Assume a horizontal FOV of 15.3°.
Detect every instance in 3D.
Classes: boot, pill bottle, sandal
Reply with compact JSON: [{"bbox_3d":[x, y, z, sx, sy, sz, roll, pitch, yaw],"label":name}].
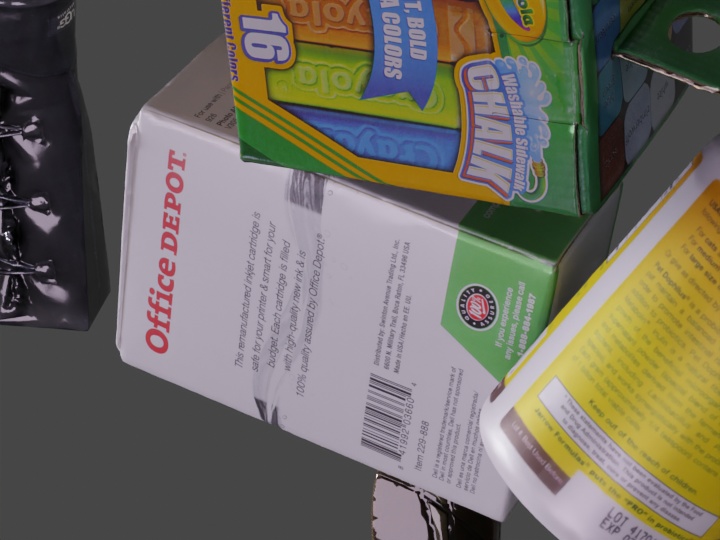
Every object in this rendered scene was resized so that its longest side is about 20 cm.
[{"bbox_3d":[-0.200,-0.073,1.271,0.164,0.066,0.201,16,132,23],"label":"boot"},{"bbox_3d":[0.146,0.022,1.060,0.109,0.109,0.200,40,105,0],"label":"pill bottle"},{"bbox_3d":[0.031,0.162,1.296,0.081,0.055,0.201,7,110,10],"label":"sandal"}]

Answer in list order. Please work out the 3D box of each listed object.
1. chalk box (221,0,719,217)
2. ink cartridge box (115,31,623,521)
[{"bbox_3d":[0.059,-0.109,1.048,0.199,0.125,0.125,9,125,24],"label":"chalk box"},{"bbox_3d":[0.000,0.000,1.181,0.199,0.084,0.147,22,130,16],"label":"ink cartridge box"}]
